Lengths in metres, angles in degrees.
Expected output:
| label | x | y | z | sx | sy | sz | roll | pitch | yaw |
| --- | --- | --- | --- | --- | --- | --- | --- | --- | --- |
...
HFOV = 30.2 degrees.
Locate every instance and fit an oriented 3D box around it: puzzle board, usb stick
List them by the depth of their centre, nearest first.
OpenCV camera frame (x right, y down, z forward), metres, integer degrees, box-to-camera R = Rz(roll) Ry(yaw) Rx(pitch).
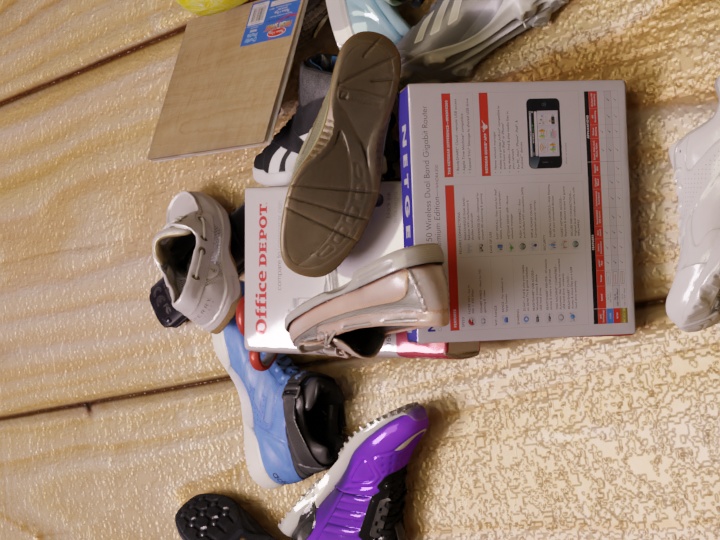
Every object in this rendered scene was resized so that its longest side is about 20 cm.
| label | x | y | z | sx | sy | sz | roll | pitch | yaw |
| --- | --- | --- | --- | --- | --- | --- | --- | --- | --- |
| puzzle board | -0.124 | -0.180 | 1.262 | 0.199 | 0.017 | 0.153 | -1 | 69 | 50 |
| usb stick | -0.143 | -0.011 | 1.343 | 0.199 | 0.032 | 0.056 | -39 | 69 | 31 |

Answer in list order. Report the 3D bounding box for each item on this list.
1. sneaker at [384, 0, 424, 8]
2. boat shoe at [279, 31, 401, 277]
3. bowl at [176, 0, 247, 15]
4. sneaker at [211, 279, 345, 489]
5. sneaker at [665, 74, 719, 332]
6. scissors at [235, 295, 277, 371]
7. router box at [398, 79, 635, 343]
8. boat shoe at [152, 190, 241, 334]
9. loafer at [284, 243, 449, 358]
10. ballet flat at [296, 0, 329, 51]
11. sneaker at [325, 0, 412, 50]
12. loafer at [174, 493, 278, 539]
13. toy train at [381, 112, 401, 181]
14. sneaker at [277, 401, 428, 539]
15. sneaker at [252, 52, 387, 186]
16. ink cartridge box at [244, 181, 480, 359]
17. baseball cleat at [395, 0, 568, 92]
| label | x | y | z | sx | sy | sz | roll | pitch | yaw |
| --- | --- | --- | --- | --- | --- | --- | --- | --- | --- |
| sneaker | 0.058 | -0.311 | 1.136 | 0.118 | 0.074 | 0.201 | 36 | 85 | 30 |
| boat shoe | -0.016 | -0.094 | 1.093 | 0.072 | 0.063 | 0.204 | 14 | 95 | -3 |
| bowl | -0.110 | -0.342 | 1.227 | 0.106 | 0.200 | 0.204 | -3 | 88 | 23 |
| sneaker | -0.070 | 0.097 | 1.259 | 0.110 | 0.076 | 0.203 | -20 | 78 | 37 |
| sneaker | 0.269 | -0.054 | 1.004 | 0.099 | 0.077 | 0.202 | 28 | 98 | 41 |
| scissors | -0.075 | 0.003 | 1.248 | 0.014 | 0.074 | 0.201 | -7 | 41 | 25 |
| router box | 0.123 | -0.047 | 1.055 | 0.049 | 0.176 | 0.204 | 170 | 99 | -82 |
| boat shoe | -0.166 | -0.023 | 1.283 | 0.071 | 0.069 | 0.201 | -53 | 33 | 19 |
| loafer | 0.002 | 0.040 | 1.028 | 0.200 | 0.071 | 0.064 | -33 | 70 | 54 |
| ballet flat | -0.088 | -0.202 | 1.292 | 0.046 | 0.068 | 0.199 | 43 | 121 | -15 |
| sneaker | 0.004 | -0.286 | 1.215 | 0.081 | 0.074 | 0.203 | -17 | 79 | 15 |
| loafer | -0.114 | 0.278 | 1.299 | 0.199 | 0.068 | 0.071 | 21 | 143 | 48 |
| toy train | 0.025 | -0.049 | 1.211 | 0.045 | 0.034 | 0.203 | -18 | 79 | 38 |
| sneaker | 0.015 | 0.207 | 1.205 | 0.100 | 0.069 | 0.201 | 50 | 123 | 19 |
| sneaker | -0.041 | -0.137 | 1.210 | 0.199 | 0.072 | 0.114 | 3 | 102 | 58 |
| ink cartridge box | 0.000 | 0.000 | 1.152 | 0.197 | 0.082 | 0.149 | -1 | 89 | 27 |
| baseball cleat | 0.090 | -0.227 | 1.148 | 0.198 | 0.069 | 0.108 | -24 | 69 | 26 |
